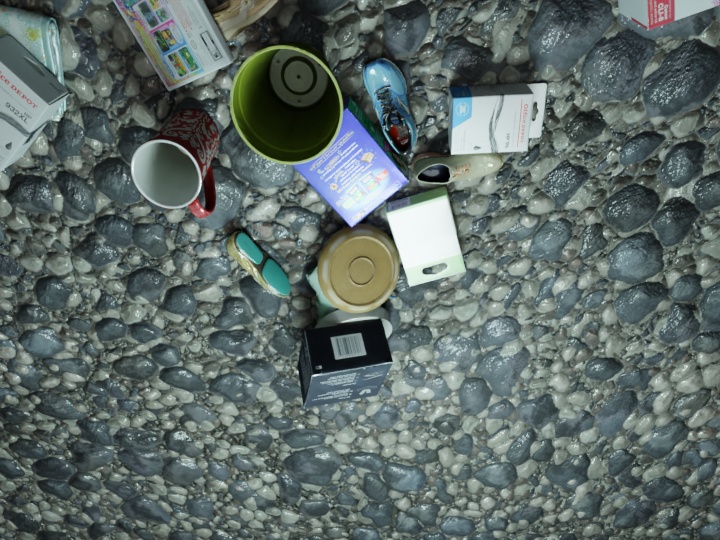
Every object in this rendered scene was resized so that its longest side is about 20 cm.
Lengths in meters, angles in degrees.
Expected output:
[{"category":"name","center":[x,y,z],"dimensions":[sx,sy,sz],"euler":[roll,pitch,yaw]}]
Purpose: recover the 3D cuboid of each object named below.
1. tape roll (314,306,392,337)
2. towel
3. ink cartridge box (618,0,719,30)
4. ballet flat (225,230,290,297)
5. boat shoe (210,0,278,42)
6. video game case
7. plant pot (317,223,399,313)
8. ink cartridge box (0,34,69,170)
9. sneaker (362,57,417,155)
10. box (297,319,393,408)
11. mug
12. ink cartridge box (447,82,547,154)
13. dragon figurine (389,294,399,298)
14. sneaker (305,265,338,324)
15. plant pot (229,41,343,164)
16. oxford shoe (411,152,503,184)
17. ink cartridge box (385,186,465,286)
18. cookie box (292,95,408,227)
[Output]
[{"category":"tape roll","center":[-0.017,0.150,1.410],"dimensions":[0.197,0.038,0.205],"euler":[-12,149,-7]},{"category":"towel","center":[-0.671,-0.405,1.114],"dimensions":[0.166,0.049,0.204],"euler":[9,123,-5]},{"category":"ink cartridge box","center":[0.544,-0.518,0.942],"dimensions":[0.195,0.147,0.147],"euler":[-16,122,12]},{"category":"ballet flat","center":[-0.245,-0.010,1.354],"dimensions":[0.070,0.071,0.201],"euler":[-30,118,20]},{"category":"boat shoe","center":[-0.214,-0.483,1.032],"dimensions":[0.197,0.075,0.069],"euler":[-28,125,19]},{"category":"video game case","center":[-0.348,-0.452,1.052],"dimensions":[0.178,0.024,0.203],"euler":[-7,125,33]},{"category":"plant pot","center":[0.000,0.000,1.283],"dimensions":[0.194,0.027,0.207],"euler":[-3,104,-14]},{"category":"ink cartridge box","center":[-0.684,-0.318,1.094],"dimensions":[0.198,0.085,0.145],"euler":[-36,114,24]},{"category":"sneaker","center":[0.066,-0.318,1.121],"dimensions":[0.077,0.091,0.203],"euler":[-21,119,15]},{"category":"box","center":[-0.044,0.225,1.366],"dimensions":[0.191,0.120,0.202],"euler":[-6,147,-16]},{"category":"mug","center":[-0.354,-0.213,1.137],"dimensions":[0.129,0.202,0.182],"euler":[3,125,-1]},{"category":"ink cartridge box","center":[0.275,-0.302,1.138],"dimensions":[0.193,0.069,0.119],"euler":[-3,124,3]},{"category":"dragon figurine","center":[0.040,-0.001,1.347],"dimensions":[0.198,0.059,0.099],"euler":[37,118,-19]},{"category":"sneaker","center":[-0.088,0.058,1.398],"dimensions":[0.118,0.073,0.202],"euler":[46,144,15]},{"category":"plant pot","center":[-0.123,-0.332,1.056],"dimensions":[0.194,0.195,0.205],"euler":[1,124,2]},{"category":"oxford shoe","center":[0.205,-0.210,1.197],"dimensions":[0.194,0.075,0.072],"euler":[-8,124,7]},{"category":"ink cartridge box","center":[0.151,-0.075,1.303],"dimensions":[0.141,0.048,0.204],"euler":[-14,122,11]},{"category":"cookie box","center":[-0.021,-0.223,1.194],"dimensions":[0.170,0.076,0.200],"euler":[-35,116,22]}]
